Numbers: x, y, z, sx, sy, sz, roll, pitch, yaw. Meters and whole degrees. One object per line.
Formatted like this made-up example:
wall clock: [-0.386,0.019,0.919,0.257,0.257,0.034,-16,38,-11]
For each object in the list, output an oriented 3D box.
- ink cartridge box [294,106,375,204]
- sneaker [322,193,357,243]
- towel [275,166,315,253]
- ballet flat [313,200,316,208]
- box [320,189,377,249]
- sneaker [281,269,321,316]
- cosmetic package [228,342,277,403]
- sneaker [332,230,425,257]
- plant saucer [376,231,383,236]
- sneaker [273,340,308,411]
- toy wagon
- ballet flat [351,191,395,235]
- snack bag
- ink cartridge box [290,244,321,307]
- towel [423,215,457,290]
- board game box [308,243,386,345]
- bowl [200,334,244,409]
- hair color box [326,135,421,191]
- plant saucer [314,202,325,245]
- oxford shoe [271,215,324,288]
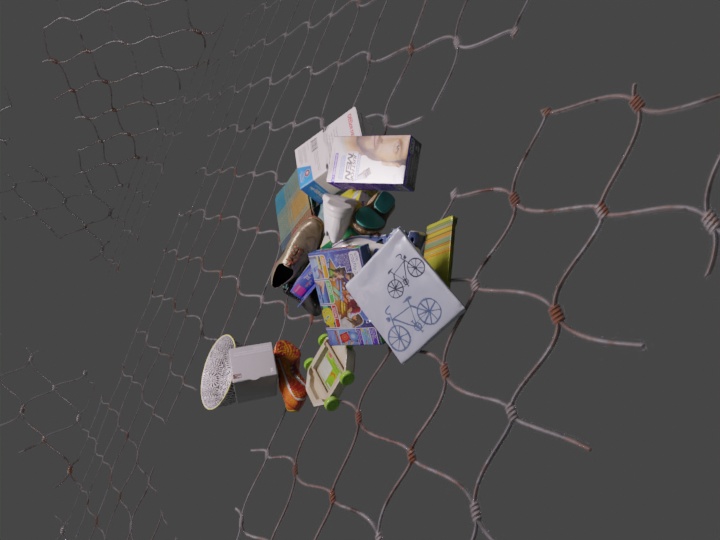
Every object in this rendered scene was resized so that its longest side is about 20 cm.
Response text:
ink cartridge box: [-0.057,-0.282,1.617,0.199,0.084,0.147,-30,48,23]
sneaker: [-0.051,-0.110,1.391,0.200,0.074,0.089,-79,-2,-74]
towel: [-0.169,-0.160,1.684,0.147,0.022,0.201,-46,41,33]
ballet flat: [-0.143,-0.201,1.752,0.202,0.072,0.068,-70,21,2]
box: [-0.021,-0.134,1.521,0.117,0.048,0.201,-33,31,42]
sneaker: [-0.149,0.055,1.615,0.200,0.079,0.076,38,115,56]
cosmetic package: [-0.253,0.245,1.560,0.200,0.106,0.091,107,152,-61]
sneaker: [0.037,-0.010,1.333,0.197,0.081,0.116,-8,74,19]
plant saucer: [0.000,0.000,1.465,0.200,0.037,0.202,-31,49,44]
sneaker: [-0.176,0.247,1.566,0.077,0.072,0.201,-61,29,32]
toy wagon: [-0.057,0.203,1.438,0.201,0.039,0.155,-60,34,15]
ballet flat: [0.022,-0.107,1.399,0.065,0.070,0.200,-51,-4,32]
snack bag: [0.076,0.049,1.232,0.200,0.021,0.189,51,124,13]
ink cartridge box: [-0.103,-0.012,1.548,0.119,0.042,0.201,-47,14,33]
towel: [0.149,-0.002,1.265,0.086,0.018,0.202,-22,56,56]
board game box: [-0.024,0.052,1.332,0.134,0.034,0.202,-5,103,35]
bowl: [-0.344,0.282,1.773,0.200,0.094,0.202,-33,47,44]
hair color box: [0.028,-0.236,1.449,0.198,0.065,0.110,6,83,30]
plant saucer: [-0.124,-0.097,1.644,0.200,0.036,0.200,-51,17,22]
oxford shoe: [-0.145,-0.036,1.527,0.201,0.070,0.075,-58,8,26]
